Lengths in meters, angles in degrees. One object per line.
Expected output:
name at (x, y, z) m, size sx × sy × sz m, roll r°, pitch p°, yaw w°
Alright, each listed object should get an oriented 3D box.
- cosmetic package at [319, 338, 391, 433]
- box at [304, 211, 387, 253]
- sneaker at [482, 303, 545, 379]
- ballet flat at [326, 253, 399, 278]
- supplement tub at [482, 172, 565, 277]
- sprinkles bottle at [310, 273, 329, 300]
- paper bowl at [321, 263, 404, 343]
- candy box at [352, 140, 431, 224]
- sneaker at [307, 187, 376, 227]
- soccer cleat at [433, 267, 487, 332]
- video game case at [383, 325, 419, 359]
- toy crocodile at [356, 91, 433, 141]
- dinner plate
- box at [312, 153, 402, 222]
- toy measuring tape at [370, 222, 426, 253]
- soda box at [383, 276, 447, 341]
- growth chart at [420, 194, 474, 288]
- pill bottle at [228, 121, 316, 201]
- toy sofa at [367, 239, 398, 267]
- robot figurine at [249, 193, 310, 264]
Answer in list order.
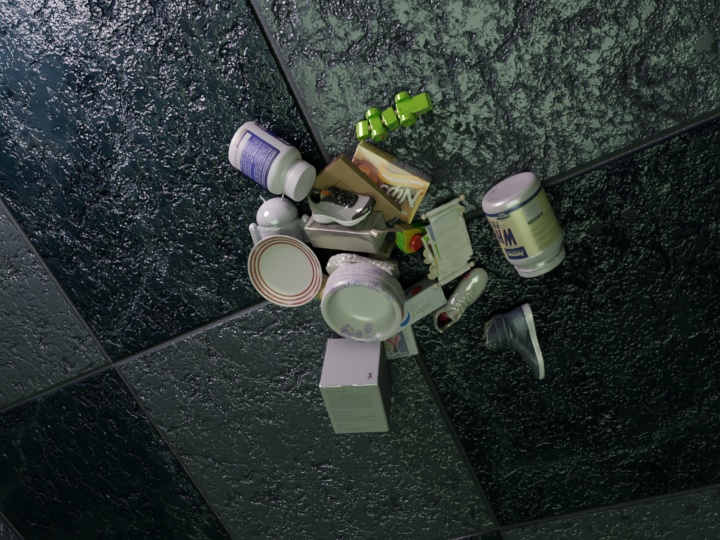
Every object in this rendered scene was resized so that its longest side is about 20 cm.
cosmetic package at (-0.007, 0.317, 1.557) m, size 0.160 × 0.169 × 0.205 m, roll -4°, pitch 129°, yaw 11°
box at (-0.036, -0.101, 1.396) m, size 0.193 × 0.084 × 0.069 m, roll 5°, pitch 140°, yaw 30°
sneaker at (0.400, 0.203, 1.481) m, size 0.141 × 0.077 × 0.209 m, roll -18°, pitch 101°, yaw 7°
ballet flat at (0.000, 0.000, 1.394) m, size 0.192 × 0.072 × 0.074 m, roll 4°, pitch 117°, yaw 15°
supplement tub at (0.382, -0.105, 1.307) m, size 0.141 × 0.146 × 0.204 m, roll -24°, pitch 108°, yaw 21°
sprinkles bottle at (-0.105, 0.042, 1.474) m, size 0.196 × 0.067 × 0.071 m, roll 22°, pitch 125°, yaw 39°
paper bowl at (0.009, 0.067, 1.332) m, size 0.192 × 0.106 × 0.206 m, roll 6°, pitch 132°, yaw 7°
candy box at (0.064, -0.215, 1.373) m, size 0.195 × 0.056 × 0.118 m, roll 27°, pitch 120°, yaw -1°
sneaker at (-0.050, -0.156, 1.335) m, size 0.194 × 0.075 × 0.080 m, roll 4°, pitch 139°, yaw 36°
soccer cleat at (0.261, 0.083, 1.456) m, size 0.069 × 0.087 × 0.202 m, roll 34°, pitch 117°, yaw -7°
video game case at (0.050, 0.169, 1.579) m, size 0.193 × 0.023 × 0.188 m, roll -12°, pitch 112°, yaw 17°
toy crocodile at (0.076, -0.353, 1.305) m, size 0.194 × 0.061 × 0.070 m, roll -23°, pitch 74°, yaw 16°
dinner plate at (-0.189, 0.000, 1.423) m, size 0.192 × 0.024 × 0.207 m, roll 4°, pitch 118°, yaw 8°
box at (-0.015, -0.180, 1.364) m, size 0.198 × 0.022 × 0.162 m, roll 40°, pitch 148°, yaw -19°
toy measuring tape at (0.095, -0.074, 1.373) m, size 0.072 × 0.196 × 0.077 m, roll 11°, pitch 106°, yaw 45°
soda box at (0.122, 0.095, 1.455) m, size 0.195 × 0.068 × 0.065 m, roll -30°, pitch 110°, yaw -8°
growth chart at (0.214, -0.068, 1.394) m, size 0.140 × 0.018 × 0.207 m, roll -20°, pitch 111°, yaw -12°
pill bottle at (-0.208, -0.256, 1.348) m, size 0.197 × 0.119 × 0.122 m, roll 34°, pitch 120°, yaw 16°
toy sofa at (0.026, 0.016, 1.476) m, size 0.095 × 0.083 × 0.204 m, roll 29°, pitch 117°, yaw 0°
robot figurine at (-0.204, -0.098, 1.454) m, size 0.163 × 0.114 × 0.207 m, roll -9°, pitch 114°, yaw 7°
